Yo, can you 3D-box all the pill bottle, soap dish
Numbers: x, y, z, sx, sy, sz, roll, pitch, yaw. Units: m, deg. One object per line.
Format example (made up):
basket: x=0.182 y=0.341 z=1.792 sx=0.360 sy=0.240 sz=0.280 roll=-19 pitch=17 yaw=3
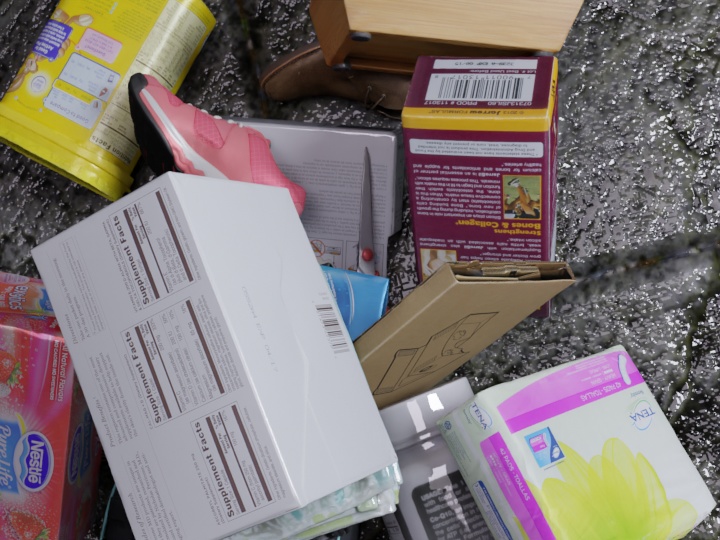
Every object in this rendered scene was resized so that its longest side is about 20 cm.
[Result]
pill bottle: x=0.077 y=0.192 z=0.882 sx=0.114 sy=0.114 sz=0.201 roll=-23 pitch=84 yaw=7
soap dish: x=0.064 y=-0.205 z=0.907 sx=0.199 sy=0.157 sz=0.082 roll=4 pitch=87 yaw=-10

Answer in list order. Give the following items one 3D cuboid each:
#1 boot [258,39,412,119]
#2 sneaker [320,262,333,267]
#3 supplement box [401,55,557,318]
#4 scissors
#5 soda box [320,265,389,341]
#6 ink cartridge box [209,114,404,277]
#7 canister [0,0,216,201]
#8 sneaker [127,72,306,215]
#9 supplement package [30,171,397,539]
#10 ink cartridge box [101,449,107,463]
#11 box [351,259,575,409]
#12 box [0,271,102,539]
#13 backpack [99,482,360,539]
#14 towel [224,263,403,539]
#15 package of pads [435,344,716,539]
boot: x=0.007 y=-0.171 z=1.016 sx=0.199 sy=0.074 sz=0.076 roll=-10 pitch=82 yaw=7
sneaker: x=-0.086 y=0.008 z=0.990 sx=0.115 sy=0.076 sz=0.201 roll=-37 pitch=87 yaw=2
supplement box: x=0.099 y=-0.064 z=0.898 sx=0.110 sy=0.201 sz=0.086 roll=3 pitch=43 yaw=13
scissors: x=0.000 y=0.000 z=0.959 sx=0.073 sy=0.014 sz=0.201 roll=-16 pitch=99 yaw=-26
soda box: x=-0.080 y=0.025 z=0.912 sx=0.199 sy=0.068 sz=0.064 roll=10 pitch=75 yaw=3
ink cartridge box: x=-0.062 y=-0.046 z=1.019 sx=0.199 sy=0.044 sz=0.174 roll=6 pitch=104 yaw=14
canister: x=-0.243 y=-0.185 z=1.066 sx=0.148 sy=0.087 sz=0.201 roll=27 pitch=84 yaw=17
sneaker: x=-0.125 y=-0.100 z=0.976 sx=0.087 sy=0.074 sz=0.200 roll=-33 pitch=72 yaw=-25
supplement package: x=-0.085 y=0.056 z=0.702 sx=0.111 sy=0.156 sz=0.201 roll=-25 pitch=81 yaw=20
ink cartridge box: x=-0.215 y=0.112 z=0.948 sx=0.199 sy=0.176 sz=0.084 roll=-11 pitch=76 yaw=11
box: x=0.051 y=0.056 z=0.867 sx=0.200 sy=0.163 sz=0.021 roll=-42 pitch=65 yaw=33
box: x=-0.250 y=0.115 z=0.843 sx=0.102 sy=0.095 sz=0.201 roll=12 pitch=109 yaw=2
backpack: x=-0.101 y=0.221 z=0.909 sx=0.199 sy=0.153 sz=0.177 roll=5 pitch=86 yaw=7
towel: x=-0.076 y=0.101 z=0.806 sx=0.171 sy=0.048 sz=0.201 roll=-24 pitch=81 yaw=17
package of pads: x=0.168 y=0.149 z=0.846 sx=0.068 sy=0.200 sz=0.155 roll=-42 pitch=69 yaw=41
